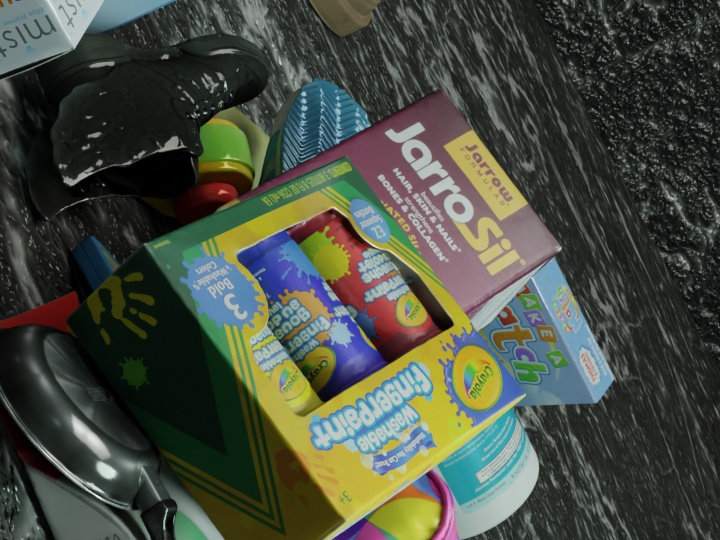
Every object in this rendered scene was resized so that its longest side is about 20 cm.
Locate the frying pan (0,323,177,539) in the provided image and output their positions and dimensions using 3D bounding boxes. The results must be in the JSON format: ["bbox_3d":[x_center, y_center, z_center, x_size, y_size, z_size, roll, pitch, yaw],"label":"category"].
[{"bbox_3d":[-0.121,0.094,1.124,0.115,0.031,0.190,30,21,-51],"label":"frying pan"}]

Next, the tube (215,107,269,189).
[{"bbox_3d":[-0.101,-0.097,1.550,0.200,0.058,0.052,43,28,-60],"label":"tube"}]

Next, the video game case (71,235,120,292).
[{"bbox_3d":[-0.085,0.081,1.294,0.200,0.018,0.143,55,2,42],"label":"video game case"}]

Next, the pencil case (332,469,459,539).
[{"bbox_3d":[0.021,0.191,1.385,0.200,0.088,0.089,84,-4,-51],"label":"pencil case"}]

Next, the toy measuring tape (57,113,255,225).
[{"bbox_3d":[-0.115,-0.076,1.443,0.200,0.073,0.074,39,31,-63],"label":"toy measuring tape"}]

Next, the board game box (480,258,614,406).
[{"bbox_3d":[0.073,0.034,1.736,0.037,0.199,0.152,-50,121,-39],"label":"board game box"}]

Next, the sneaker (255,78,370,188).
[{"bbox_3d":[-0.046,-0.031,1.503,0.076,0.081,0.201,26,62,-29],"label":"sneaker"}]

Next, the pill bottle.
[{"bbox_3d":[0.043,0.089,1.695,0.111,0.110,0.201,-85,150,-62],"label":"pill bottle"}]

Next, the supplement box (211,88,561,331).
[{"bbox_3d":[0.000,0.000,1.394,0.200,0.103,0.131,-32,80,-39],"label":"supplement box"}]

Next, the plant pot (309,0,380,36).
[{"bbox_3d":[-0.015,-0.325,2.152,0.201,0.092,0.201,60,15,-27],"label":"plant pot"}]

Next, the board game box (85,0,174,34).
[{"bbox_3d":[-0.139,-0.255,1.366,0.056,0.195,0.201,-88,152,-60],"label":"board game box"}]

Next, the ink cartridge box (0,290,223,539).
[{"bbox_3d":[-0.117,0.107,1.205,0.161,0.050,0.201,-30,100,-76],"label":"ink cartridge box"}]

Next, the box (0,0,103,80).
[{"bbox_3d":[-0.200,-0.220,1.234,0.177,0.096,0.200,61,27,-25],"label":"box"}]

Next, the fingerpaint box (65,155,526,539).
[{"bbox_3d":[-0.027,0.045,1.205,0.167,0.073,0.200,54,33,7],"label":"fingerpaint box"}]

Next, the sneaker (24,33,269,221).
[{"bbox_3d":[-0.117,-0.082,1.355,0.199,0.060,0.105,-2,57,-45],"label":"sneaker"}]
